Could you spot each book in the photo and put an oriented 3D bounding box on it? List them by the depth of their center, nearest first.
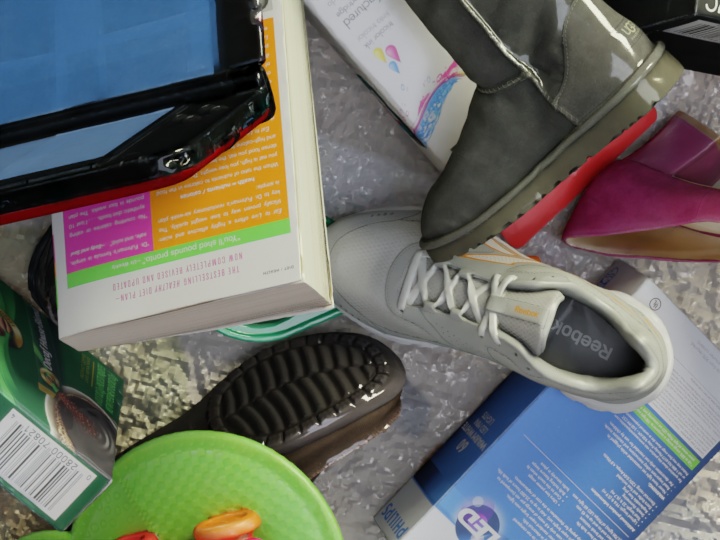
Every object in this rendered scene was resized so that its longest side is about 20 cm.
[{"bbox_3d":[-0.090,-0.071,1.138,0.132,0.048,0.202,-11,71,15],"label":"book"}]

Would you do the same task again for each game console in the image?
[{"bbox_3d":[-0.152,-0.098,1.086,0.198,0.172,0.120,-12,104,22],"label":"game console"}]

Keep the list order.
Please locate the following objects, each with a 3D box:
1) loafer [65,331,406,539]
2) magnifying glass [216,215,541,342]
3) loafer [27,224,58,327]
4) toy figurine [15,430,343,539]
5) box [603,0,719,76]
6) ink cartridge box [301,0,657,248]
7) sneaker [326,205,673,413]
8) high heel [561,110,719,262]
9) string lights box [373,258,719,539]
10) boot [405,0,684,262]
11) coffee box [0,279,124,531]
[{"bbox_3d":[-0.061,0.102,1.246,0.199,0.073,0.071,-28,131,5],"label":"loafer"},{"bbox_3d":[0.000,0.000,1.257,0.198,0.022,0.080,3,101,-11],"label":"magnifying glass"},{"bbox_3d":[-0.098,-0.052,1.195,0.072,0.072,0.201,28,94,-15],"label":"loafer"},{"bbox_3d":[-0.118,0.172,1.113,0.198,0.184,0.151,-12,95,12],"label":"toy figurine"},{"bbox_3d":[0.205,-0.204,1.167,0.147,0.124,0.202,9,84,-23],"label":"box"},{"bbox_3d":[0.067,-0.111,1.220,0.116,0.067,0.200,-43,107,0],"label":"ink cartridge box"},{"bbox_3d":[0.069,0.015,1.199,0.198,0.092,0.076,18,88,3],"label":"sneaker"},{"bbox_3d":[0.192,-0.006,1.211,0.096,0.200,0.067,-44,141,-5],"label":"high heel"},{"bbox_3d":[0.114,0.104,1.282,0.200,0.059,0.103,-46,106,1],"label":"string lights box"},{"bbox_3d":[0.038,-0.125,1.134,0.200,0.073,0.182,45,117,-7],"label":"boot"},{"bbox_3d":[-0.206,0.032,1.163,0.200,0.123,0.044,41,104,-16],"label":"coffee box"}]
